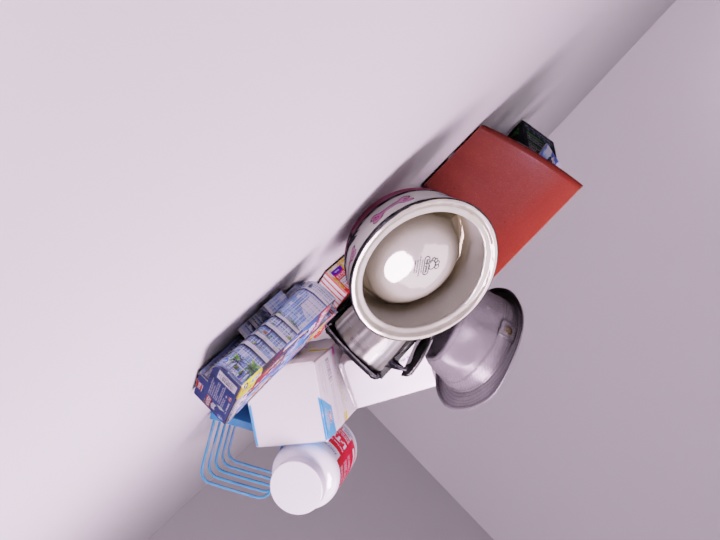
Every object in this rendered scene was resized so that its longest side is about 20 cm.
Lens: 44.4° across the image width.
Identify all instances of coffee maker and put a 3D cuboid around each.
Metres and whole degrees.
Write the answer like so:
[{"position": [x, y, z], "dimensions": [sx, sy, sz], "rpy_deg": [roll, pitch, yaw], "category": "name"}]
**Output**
[{"position": [0.055, 0.039, 1.281], "dimensions": [0.200, 0.135, 0.192], "rpy_deg": [-46, -161, 6], "category": "coffee maker"}]

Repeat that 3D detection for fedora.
[{"position": [0.151, 0.096, 1.303], "dimensions": [0.176, 0.090, 0.201], "rpy_deg": [-9, -130, 58], "category": "fedora"}]

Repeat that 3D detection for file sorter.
[{"position": [-0.188, 0.313, 1.567], "dimensions": [0.200, 0.138, 0.124], "rpy_deg": [16, 89, -84], "category": "file sorter"}]

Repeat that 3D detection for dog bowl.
[{"position": [0.068, -0.014, 1.102], "dimensions": [0.200, 0.200, 0.074], "rpy_deg": [-46, -143, 7], "category": "dog bowl"}]

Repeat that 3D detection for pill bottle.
[{"position": [-0.078, 0.317, 1.431], "dimensions": [0.112, 0.112, 0.200], "rpy_deg": [-46, 177, 14], "category": "pill bottle"}]

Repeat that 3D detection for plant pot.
[{"position": [0.203, -0.110, 1.390], "dimensions": [0.200, 0.176, 0.200], "rpy_deg": [-46, 175, 2], "category": "plant pot"}]

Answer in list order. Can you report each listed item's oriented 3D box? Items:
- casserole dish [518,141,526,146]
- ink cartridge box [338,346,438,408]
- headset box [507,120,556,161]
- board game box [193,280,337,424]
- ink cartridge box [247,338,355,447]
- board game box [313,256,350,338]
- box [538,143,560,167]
[{"position": [0.269, -0.193, 1.688], "dimensions": [0.200, 0.039, 0.122], "rpy_deg": [-105, -142, -74], "category": "casserole dish"}, {"position": [0.053, 0.142, 1.471], "dimensions": [0.145, 0.085, 0.200], "rpy_deg": [-17, -169, 10], "category": "ink cartridge box"}, {"position": [0.317, -0.187, 1.816], "dimensions": [0.174, 0.092, 0.201], "rpy_deg": [-48, -160, 33], "category": "headset box"}, {"position": [-0.103, 0.078, 1.065], "dimensions": [0.200, 0.062, 0.200], "rpy_deg": [-44, 175, -25], "category": "board game box"}, {"position": [-0.091, 0.194, 1.452], "dimensions": [0.124, 0.130, 0.200], "rpy_deg": [-9, -175, 16], "category": "ink cartridge box"}, {"position": [0.000, 0.000, 1.347], "dimensions": [0.200, 0.046, 0.152], "rpy_deg": [-41, 172, -35], "category": "board game box"}, {"position": [0.267, -0.126, 1.539], "dimensions": [0.201, 0.048, 0.122], "rpy_deg": [-57, 153, 3], "category": "box"}]
